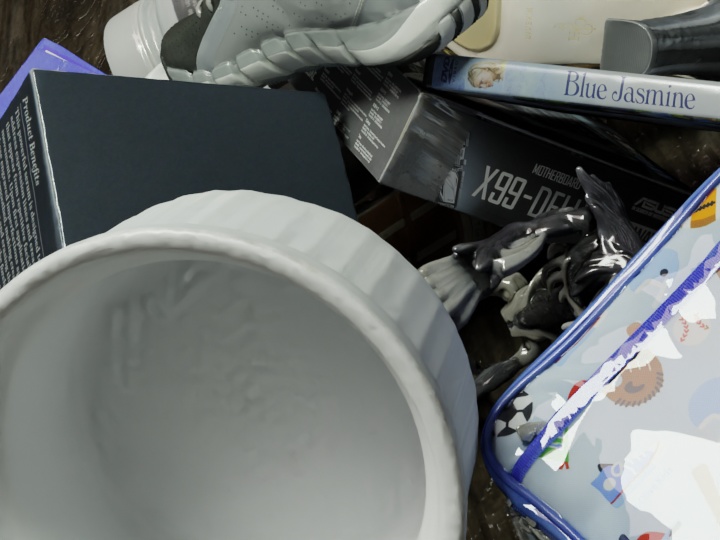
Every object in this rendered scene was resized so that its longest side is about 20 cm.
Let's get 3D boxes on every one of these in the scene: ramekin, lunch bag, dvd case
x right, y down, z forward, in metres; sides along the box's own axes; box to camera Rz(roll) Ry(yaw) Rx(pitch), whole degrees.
[{"bbox_3d":[-0.050,0.066,0.752,0.200,0.201,0.098,-29,9,21],"label":"ramekin"},{"bbox_3d":[0.146,0.051,0.755,0.200,0.076,0.160,-44,51,-5],"label":"lunch bag"},{"bbox_3d":[0.147,-0.071,0.862,0.200,0.143,0.018,10,95,34],"label":"dvd case"}]

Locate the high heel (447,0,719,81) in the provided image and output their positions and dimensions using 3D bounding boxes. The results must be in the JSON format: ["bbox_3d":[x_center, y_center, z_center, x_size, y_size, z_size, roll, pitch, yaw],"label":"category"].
[{"bbox_3d":[0.117,-0.137,1.008,0.200,0.142,0.072,30,117,39],"label":"high heel"}]

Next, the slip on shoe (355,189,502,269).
[{"bbox_3d":[0.000,0.000,1.052,0.200,0.076,0.061,-29,-13,39],"label":"slip on shoe"}]

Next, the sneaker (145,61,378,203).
[{"bbox_3d":[-0.047,-0.087,1.079,0.074,0.116,0.200,-57,-15,20],"label":"sneaker"}]

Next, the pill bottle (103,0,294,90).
[{"bbox_3d":[-0.060,-0.170,1.281,0.200,0.113,0.113,-27,33,21],"label":"pill bottle"}]

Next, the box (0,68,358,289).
[{"bbox_3d":[-0.112,0.007,0.925,0.200,0.148,0.107,-44,52,49],"label":"box"}]

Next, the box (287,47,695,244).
[{"bbox_3d":[0.052,-0.075,0.984,0.050,0.157,0.200,-64,26,14],"label":"box"}]

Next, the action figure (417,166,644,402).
[{"bbox_3d":[0.072,0.031,0.876,0.200,0.119,0.102,-20,16,48],"label":"action figure"}]

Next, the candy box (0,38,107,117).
[{"bbox_3d":[-0.192,-0.007,1.146,0.077,0.200,0.169,28,66,12],"label":"candy box"}]

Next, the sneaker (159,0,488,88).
[{"bbox_3d":[-0.037,-0.148,0.896,0.200,0.116,0.075,-5,31,46],"label":"sneaker"}]
